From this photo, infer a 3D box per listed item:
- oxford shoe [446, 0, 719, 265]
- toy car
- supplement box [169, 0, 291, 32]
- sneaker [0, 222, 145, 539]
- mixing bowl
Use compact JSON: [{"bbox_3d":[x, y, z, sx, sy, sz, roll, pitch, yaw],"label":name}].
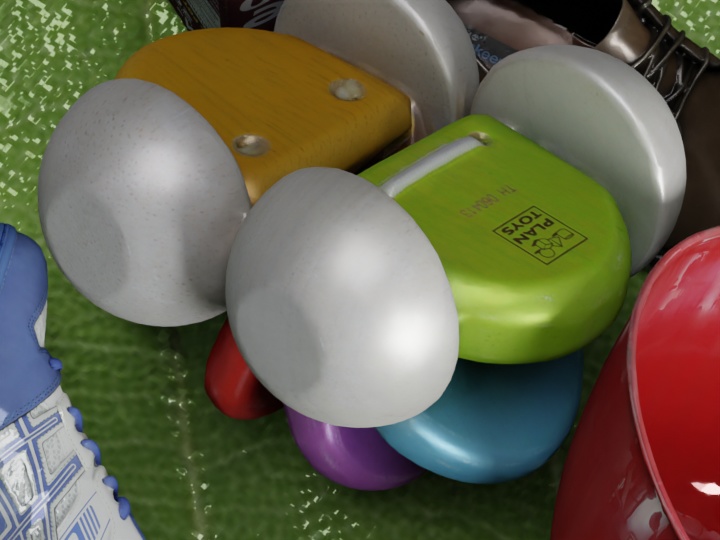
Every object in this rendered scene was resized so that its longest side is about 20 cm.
[{"bbox_3d":[0.102,-0.054,1.008,0.199,0.085,0.073,23,67,8],"label":"oxford shoe"},{"bbox_3d":[0.000,0.000,0.946,0.199,0.151,0.175,25,39,33],"label":"toy car"},{"bbox_3d":[-0.016,-0.146,0.983,0.108,0.200,0.061,-28,70,-11],"label":"supplement box"},{"bbox_3d":[-0.110,0.083,0.967,0.087,0.075,0.201,4,74,-10],"label":"sneaker"},{"bbox_3d":[0.134,0.098,0.908,0.199,0.108,0.201,24,43,-24],"label":"mixing bowl"}]
